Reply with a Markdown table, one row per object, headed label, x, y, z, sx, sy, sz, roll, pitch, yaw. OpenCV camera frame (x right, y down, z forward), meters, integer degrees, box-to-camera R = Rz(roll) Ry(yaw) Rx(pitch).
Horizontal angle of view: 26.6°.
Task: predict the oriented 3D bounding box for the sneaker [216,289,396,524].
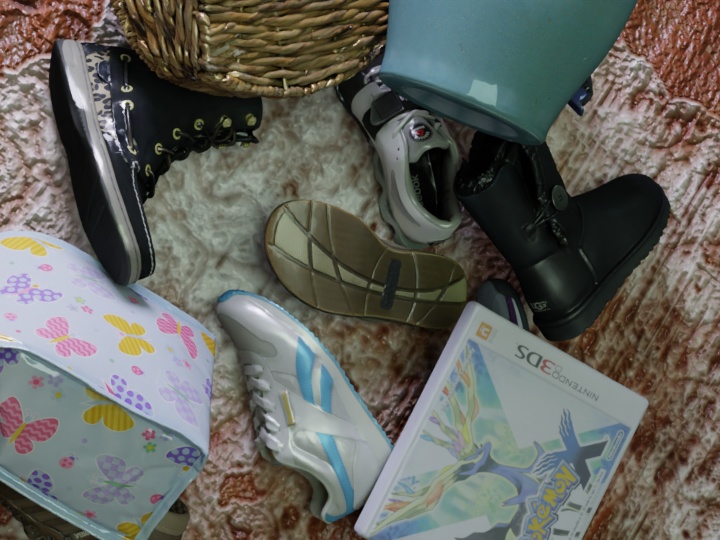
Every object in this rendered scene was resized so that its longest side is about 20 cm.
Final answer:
| label | x | y | z | sx | sy | sz | roll | pitch | yaw |
| --- | --- | --- | --- | --- | --- | --- | --- | --- | --- |
| sneaker | -0.052 | 0.103 | 1.177 | 0.081 | 0.076 | 0.201 | -39 | 99 | -18 |

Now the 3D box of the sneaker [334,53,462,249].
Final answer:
| label | x | y | z | sx | sy | sz | roll | pitch | yaw |
| --- | --- | --- | --- | --- | --- | --- | --- | --- | --- |
| sneaker | 0.039 | -0.119 | 1.222 | 0.074 | 0.088 | 0.202 | -23 | 94 | -20 |

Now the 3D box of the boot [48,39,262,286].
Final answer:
| label | x | y | z | sx | sy | sz | roll | pitch | yaw |
| --- | --- | --- | --- | --- | --- | --- | --- | --- | --- |
| boot | -0.138 | -0.091 | 1.127 | 0.152 | 0.074 | 0.205 | -8 | 61 | -25 |

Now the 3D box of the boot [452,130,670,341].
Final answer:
| label | x | y | z | sx | sy | sz | roll | pitch | yaw |
| --- | --- | --- | --- | --- | --- | --- | --- | --- | --- |
| boot | 0.167 | -0.066 | 1.238 | 0.200 | 0.076 | 0.169 | -49 | 119 | -35 |

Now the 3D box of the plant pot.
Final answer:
| label | x | y | z | sx | sy | sz | roll | pitch | yaw |
| --- | --- | --- | --- | --- | --- | --- | --- | --- | --- |
| plant pot | 0.105 | -0.202 | 1.116 | 0.199 | 0.200 | 0.190 | 22 | 90 | -19 |

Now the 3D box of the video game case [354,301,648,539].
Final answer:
| label | x | y | z | sx | sy | sz | roll | pitch | yaw |
| --- | --- | --- | --- | --- | --- | --- | --- | --- | --- |
| video game case | 0.115 | 0.153 | 1.203 | 0.181 | 0.022 | 0.201 | 28 | 87 | -21 |

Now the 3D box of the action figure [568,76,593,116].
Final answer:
| label | x | y | z | sx | sy | sz | roll | pitch | yaw |
| --- | --- | --- | --- | --- | --- | --- | --- | --- | --- |
| action figure | 0.138 | -0.201 | 1.261 | 0.192 | 0.105 | 0.201 | -30 | 73 | -16 |

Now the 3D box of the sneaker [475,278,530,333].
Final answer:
| label | x | y | z | sx | sy | sz | roll | pitch | yaw |
| --- | --- | --- | --- | --- | --- | --- | --- | --- | --- |
| sneaker | 0.090 | 0.107 | 1.237 | 0.087 | 0.074 | 0.202 | 0 | 87 | -17 |

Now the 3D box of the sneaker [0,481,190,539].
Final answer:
| label | x | y | z | sx | sy | sz | roll | pitch | yaw |
| --- | --- | --- | --- | --- | --- | --- | --- | --- | --- |
| sneaker | -0.226 | 0.171 | 1.106 | 0.199 | 0.070 | 0.076 | 25 | 97 | -10 |

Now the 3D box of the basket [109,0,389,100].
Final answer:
| label | x | y | z | sx | sy | sz | roll | pitch | yaw |
| --- | --- | --- | --- | --- | --- | --- | --- | --- | --- |
| basket | -0.087 | -0.204 | 1.140 | 0.199 | 0.148 | 0.144 | -18 | 112 | -42 |

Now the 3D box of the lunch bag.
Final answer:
| label | x | y | z | sx | sy | sz | roll | pitch | yaw |
| --- | --- | --- | --- | --- | --- | --- | --- | --- | --- |
| lunch bag | -0.209 | 0.073 | 1.056 | 0.199 | 0.170 | 0.127 | 35 | 110 | -20 |

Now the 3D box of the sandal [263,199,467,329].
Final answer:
| label | x | y | z | sx | sy | sz | roll | pitch | yaw |
| --- | --- | --- | --- | --- | --- | --- | --- | --- | --- |
| sandal | 0.000 | 0.000 | 1.220 | 0.199 | 0.054 | 0.081 | 18 | 87 | -35 |
